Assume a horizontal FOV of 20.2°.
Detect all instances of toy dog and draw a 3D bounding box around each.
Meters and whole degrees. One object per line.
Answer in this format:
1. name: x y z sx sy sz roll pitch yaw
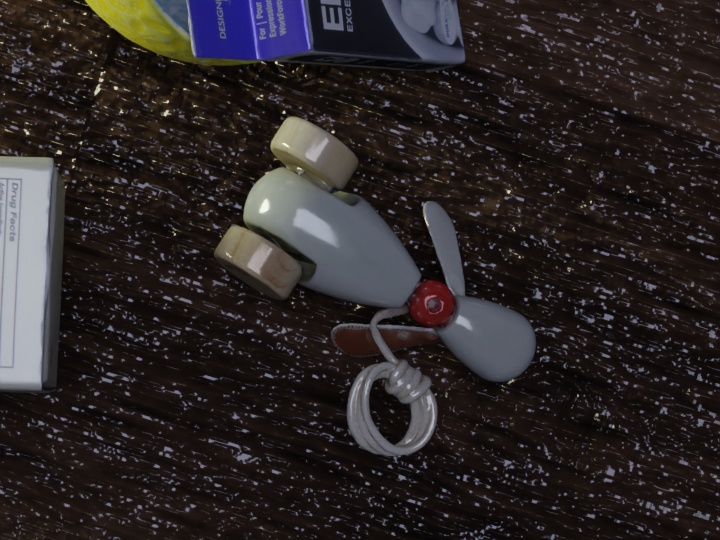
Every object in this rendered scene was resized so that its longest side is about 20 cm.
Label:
1. toy dog: 0.000 0.000 1.172 0.132 0.096 0.200 -38 104 -10

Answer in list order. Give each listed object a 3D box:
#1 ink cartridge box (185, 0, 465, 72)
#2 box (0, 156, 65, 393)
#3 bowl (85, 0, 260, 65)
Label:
1. ink cartridge box: -0.027 -0.213 1.136 0.043 0.200 0.198 -12 85 39
2. box: -0.268 0.002 1.126 0.200 0.109 0.128 3 85 -5
3. bowl: -0.117 -0.207 1.147 0.108 0.200 0.200 -8 84 38
